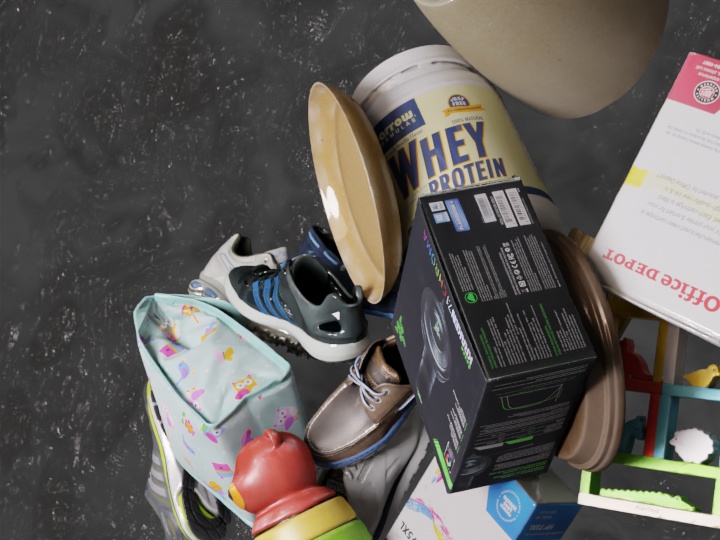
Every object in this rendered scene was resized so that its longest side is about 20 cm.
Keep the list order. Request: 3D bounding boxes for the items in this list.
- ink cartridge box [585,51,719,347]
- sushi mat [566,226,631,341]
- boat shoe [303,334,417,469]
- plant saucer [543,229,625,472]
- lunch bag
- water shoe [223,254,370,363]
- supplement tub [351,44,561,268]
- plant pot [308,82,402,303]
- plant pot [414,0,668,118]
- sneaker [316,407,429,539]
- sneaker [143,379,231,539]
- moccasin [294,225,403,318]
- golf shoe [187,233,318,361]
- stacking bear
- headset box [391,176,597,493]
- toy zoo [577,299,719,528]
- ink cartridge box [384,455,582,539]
[{"bbox_3d":[0.284,-0.049,1.169,0.145,0.083,0.201,29,91,41],"label":"ink cartridge box"},{"bbox_3d":[0.174,0.068,1.316,0.096,0.012,0.201,40,109,40],"label":"sushi mat"},{"bbox_3d":[0.022,0.098,1.358,0.200,0.072,0.072,-41,60,-2],"label":"boat shoe"},{"bbox_3d":[0.160,0.068,1.225,0.200,0.029,0.202,169,90,-76],"label":"plant saucer"},{"bbox_3d":[-0.142,0.126,1.481,0.122,0.171,0.200,-35,45,-21],"label":"lunch bag"},{"bbox_3d":[-0.057,0.017,1.418,0.199,0.071,0.080,27,124,44],"label":"water shoe"},{"bbox_3d":[0.080,-0.086,1.345,0.145,0.144,0.201,-41,57,30],"label":"supplement tub"},{"bbox_3d":[-0.003,-0.071,1.328,0.200,0.027,0.202,165,90,-78],"label":"plant pot"},{"bbox_3d":[0.132,-0.244,1.291,0.186,0.199,0.189,-11,74,42],"label":"plant pot"},{"bbox_3d":[0.006,0.172,1.408,0.076,0.080,0.202,16,91,45],"label":"sneaker"},{"bbox_3d":[-0.203,0.206,1.604,0.081,0.074,0.201,-37,56,36],"label":"sneaker"},{"bbox_3d":[0.000,0.000,1.445,0.199,0.080,0.069,17,101,43],"label":"moccasin"},{"bbox_3d":[-0.091,0.023,1.536,0.199,0.078,0.098,27,87,37],"label":"golf shoe"},{"bbox_3d":[-0.051,0.239,1.329,0.201,0.113,0.121,64,166,8],"label":"stacking bear"},{"bbox_3d":[0.099,0.059,1.212,0.201,0.092,0.175,100,156,-56],"label":"headset box"},{"bbox_3d":[0.250,0.100,1.225,0.130,0.020,0.202,3,84,37],"label":"toy zoo"},{"bbox_3d":[0.092,0.242,1.314,0.116,0.067,0.201,47,117,39],"label":"ink cartridge box"}]
